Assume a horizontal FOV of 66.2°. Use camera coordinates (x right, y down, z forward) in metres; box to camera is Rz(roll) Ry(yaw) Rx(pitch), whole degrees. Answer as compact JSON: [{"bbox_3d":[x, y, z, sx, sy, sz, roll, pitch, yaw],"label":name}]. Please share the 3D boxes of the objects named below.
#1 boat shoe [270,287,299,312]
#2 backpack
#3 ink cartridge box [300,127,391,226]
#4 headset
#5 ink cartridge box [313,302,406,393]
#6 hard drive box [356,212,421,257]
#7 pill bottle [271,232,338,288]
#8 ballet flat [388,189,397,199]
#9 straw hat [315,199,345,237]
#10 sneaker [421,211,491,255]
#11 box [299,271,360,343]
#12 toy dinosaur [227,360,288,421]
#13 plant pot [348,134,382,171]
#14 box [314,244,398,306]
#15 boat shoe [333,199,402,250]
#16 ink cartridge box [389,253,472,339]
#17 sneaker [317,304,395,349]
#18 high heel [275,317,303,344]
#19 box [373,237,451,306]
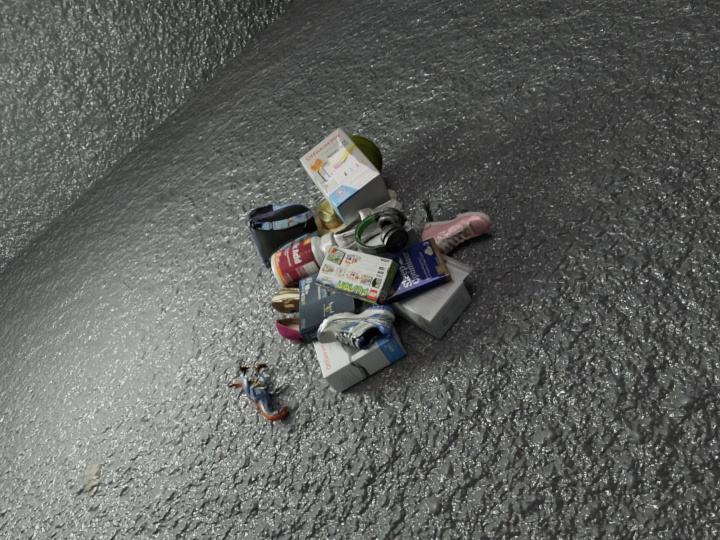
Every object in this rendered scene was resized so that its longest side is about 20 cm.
[{"bbox_3d":[-0.169,0.075,1.585,0.200,0.075,0.075,1,47,33],"label":"boat shoe"},{"bbox_3d":[-0.239,-0.130,1.736,0.198,0.184,0.135,-22,26,-4],"label":"backpack"},{"bbox_3d":[-0.040,-0.247,1.496,0.147,0.145,0.201,-37,63,-1],"label":"ink cartridge box"},{"bbox_3d":[0.078,-0.110,1.340,0.197,0.094,0.125,-13,46,9],"label":"headset"},{"bbox_3d":[-0.007,0.186,1.375,0.199,0.084,0.146,-30,43,5],"label":"ink cartridge box"},{"bbox_3d":[0.061,-0.088,1.480,0.155,0.077,0.201,-32,34,5],"label":"hard drive box"},{"bbox_3d":[-0.154,-0.032,1.636,0.198,0.115,0.115,-22,44,14],"label":"pill bottle"},{"bbox_3d":[0.062,-0.184,1.671,0.075,0.064,0.202,-2,52,29],"label":"ballet flat"},{"bbox_3d":[-0.094,-0.178,1.747,0.199,0.085,0.203,-17,45,18],"label":"straw hat"},{"bbox_3d":[0.247,-0.085,1.459,0.198,0.076,0.105,-10,44,35],"label":"sneaker"},{"bbox_3d":[-0.082,0.076,1.430,0.156,0.051,0.201,-21,40,13],"label":"box"},{"bbox_3d":[-0.255,0.326,1.444,0.201,0.104,0.183,-54,45,37],"label":"toy dinosaur"},{"bbox_3d":[-0.025,-0.278,1.692,0.198,0.201,0.194,-21,39,15],"label":"plant pot"},{"bbox_3d":[-0.013,0.010,1.359,0.198,0.035,0.111,16,79,36],"label":"box"},{"bbox_3d":[0.019,-0.129,1.435,0.199,0.070,0.071,-38,31,-4],"label":"boat shoe"},{"bbox_3d":[0.170,0.047,1.386,0.176,0.084,0.199,-47,44,-15],"label":"ink cartridge box"},{"bbox_3d":[-0.013,0.145,1.299,0.198,0.077,0.086,-18,49,17],"label":"sneaker"},{"bbox_3d":[-0.128,0.142,1.480,0.198,0.096,0.068,-12,47,24],"label":"high heel"},{"bbox_3d":[0.109,0.007,1.349,0.198,0.032,0.122,-23,54,5],"label":"box"}]
